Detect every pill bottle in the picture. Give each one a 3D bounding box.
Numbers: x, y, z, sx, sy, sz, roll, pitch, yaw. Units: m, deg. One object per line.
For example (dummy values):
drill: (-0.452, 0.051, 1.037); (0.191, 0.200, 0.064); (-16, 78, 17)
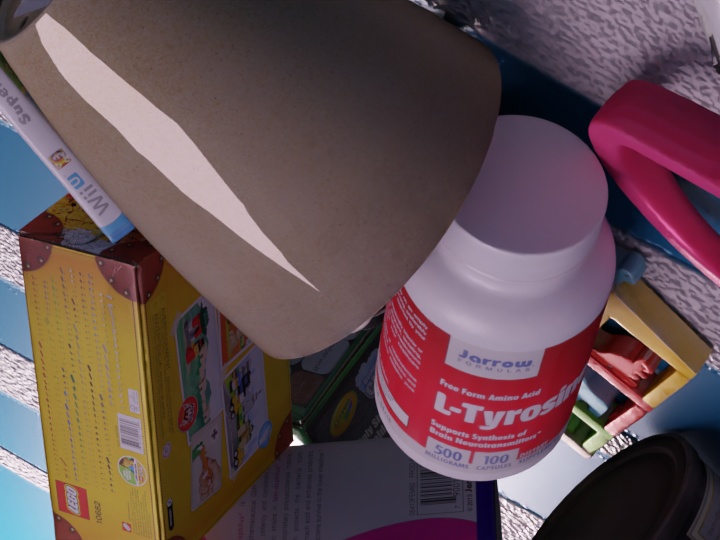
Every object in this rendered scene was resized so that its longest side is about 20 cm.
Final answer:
pill bottle: (0.070, 0.015, 1.094); (0.112, 0.112, 0.201); (31, 148, 15)

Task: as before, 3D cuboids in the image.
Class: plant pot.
plant pot: (-0.067, -0.089, 1.010); (0.200, 0.188, 0.187); (35, 158, -26)

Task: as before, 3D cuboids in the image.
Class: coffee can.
coffee can: (0.206, 0.216, 1.249); (0.200, 0.147, 0.146); (44, 154, -12)

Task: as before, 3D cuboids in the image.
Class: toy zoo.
toy zoo: (0.119, 0.034, 1.209); (0.131, 0.020, 0.200); (39, 155, 1)

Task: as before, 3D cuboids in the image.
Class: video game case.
video game case: (-0.180, -0.117, 1.063); (0.200, 0.018, 0.143); (51, -171, -23)

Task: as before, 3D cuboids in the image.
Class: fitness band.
fitness band: (0.178, -0.020, 0.964); (0.144, 0.037, 0.200); (45, 176, -32)

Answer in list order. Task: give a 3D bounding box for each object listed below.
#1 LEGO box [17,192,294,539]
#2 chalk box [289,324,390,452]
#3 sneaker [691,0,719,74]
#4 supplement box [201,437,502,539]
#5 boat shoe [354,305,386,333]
LEGO box: (-0.107, 0.041, 1.169); (0.077, 0.149, 0.201); (13, 123, 24)
chalk box: (-0.026, 0.074, 1.347); (0.123, 0.125, 0.201); (13, 144, 41)
sneaker: (0.166, -0.112, 0.851); (0.072, 0.072, 0.200); (-30, 112, 23)
supplement box: (-0.016, 0.170, 1.252); (0.198, 0.102, 0.104); (-4, 132, 5)
boat shoe: (0.000, 0.000, 1.159); (0.200, 0.071, 0.068); (-69, -44, -81)
